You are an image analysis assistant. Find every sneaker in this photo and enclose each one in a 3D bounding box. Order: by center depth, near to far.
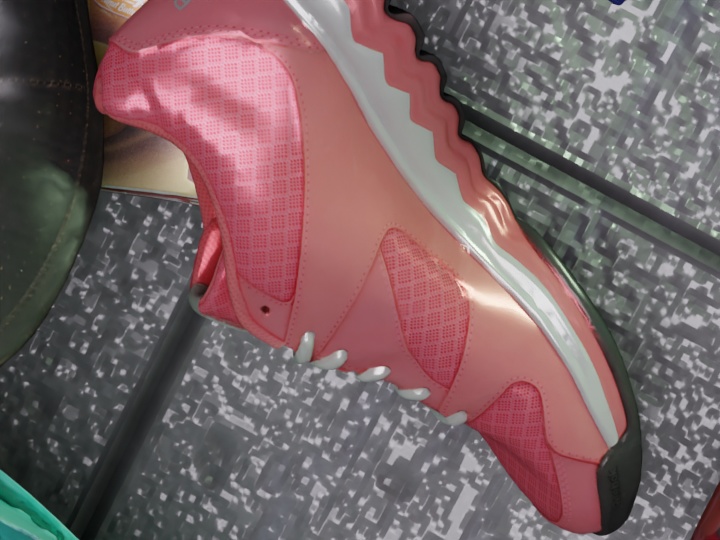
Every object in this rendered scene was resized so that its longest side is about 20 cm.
[{"bbox_3d":[0.000,0.000,0.768,0.087,0.074,0.200,-35,107,-7],"label":"sneaker"}]

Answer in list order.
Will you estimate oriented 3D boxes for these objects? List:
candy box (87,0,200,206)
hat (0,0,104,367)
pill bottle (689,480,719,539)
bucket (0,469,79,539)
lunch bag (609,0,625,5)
[{"bbox_3d":[-0.074,-0.125,0.795,0.115,0.055,0.200,7,100,10],"label":"candy box"},{"bbox_3d":[-0.164,-0.051,0.742,0.200,0.081,0.201,4,81,-25],"label":"hat"},{"bbox_3d":[0.171,0.024,0.743,0.111,0.111,0.200,27,101,6],"label":"pill bottle"},{"bbox_3d":[-0.163,0.127,0.766,0.207,0.135,0.207,-10,112,-25],"label":"bucket"},{"bbox_3d":[0.042,-0.187,0.732,0.150,0.094,0.200,16,86,-20],"label":"lunch bag"}]
